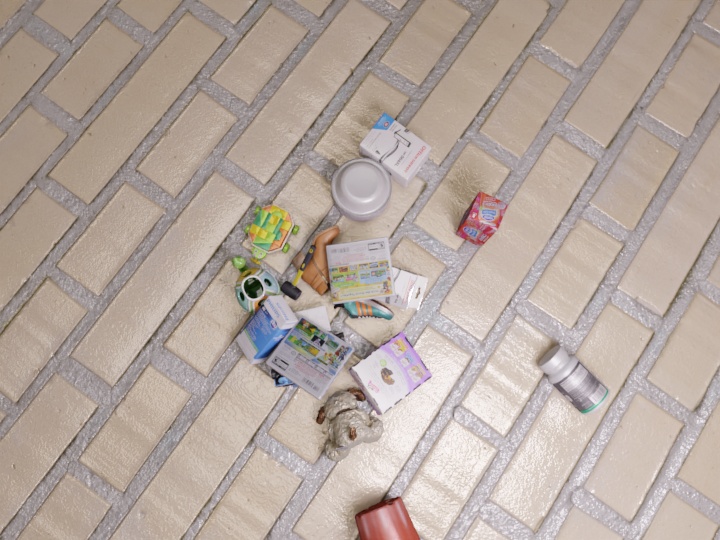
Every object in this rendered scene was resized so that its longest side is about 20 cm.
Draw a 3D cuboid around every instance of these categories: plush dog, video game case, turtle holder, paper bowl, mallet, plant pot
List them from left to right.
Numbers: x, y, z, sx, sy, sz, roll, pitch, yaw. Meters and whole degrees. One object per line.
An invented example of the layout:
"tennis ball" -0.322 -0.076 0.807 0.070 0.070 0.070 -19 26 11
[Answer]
"turtle holder" -0.324 0.044 1.656 0.139 0.132 0.188 -5 80 -2
"mallet" -0.179 0.010 1.664 0.066 0.041 0.200 40 118 4
"video game case" -0.148 0.253 1.571 0.199 0.022 0.183 29 66 19
"plush dog" -0.047 0.446 1.598 0.198 0.161 0.172 -27 55 -8
"video game case" 0.000 0.000 1.642 0.197 0.023 0.184 -8 84 7
"paper bowl" 0.004 -0.270 1.736 0.198 0.104 0.203 0 79 -1
"plant pot" 0.084 0.769 1.515 0.199 0.201 0.197 -20 72 -5

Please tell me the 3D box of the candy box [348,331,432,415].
"candy box" 0.090 0.314 1.628 0.199 0.072 0.169 -32 82 -20

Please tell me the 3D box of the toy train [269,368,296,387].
"toy train" -0.173 0.307 1.620 0.198 0.115 0.087 -11 60 -2

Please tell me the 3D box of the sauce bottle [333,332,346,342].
"sauce bottle" -0.144 0.235 1.662 0.198 0.065 0.065 -13 80 -5

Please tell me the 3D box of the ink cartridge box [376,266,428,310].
"ink cartridge box" 0.109 0.049 1.685 0.198 0.068 0.117 18 93 0

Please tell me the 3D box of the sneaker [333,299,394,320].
"sneaker" 0.008 0.123 1.688 0.198 0.071 0.081 23 95 1

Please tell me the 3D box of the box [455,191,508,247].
"box" 0.377 -0.157 1.674 0.099 0.200 0.096 26 78 3

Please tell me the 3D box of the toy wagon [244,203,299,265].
"toy wagon" -0.298 -0.113 1.732 0.154 0.040 0.202 26 80 4

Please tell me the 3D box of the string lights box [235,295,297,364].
"string lights box" -0.286 0.180 1.608 0.200 0.059 0.103 -48 65 25

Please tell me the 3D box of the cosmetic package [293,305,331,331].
"cosmetic package" -0.196 0.175 1.677 0.198 0.051 0.083 -13 78 -3

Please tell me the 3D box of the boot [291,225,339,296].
"boot" -0.106 -0.032 1.697 0.200 0.077 0.156 -41 77 -2

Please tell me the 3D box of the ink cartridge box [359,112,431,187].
"ink cartridge box" 0.116 -0.399 1.770 0.199 0.084 0.147 36 81 6

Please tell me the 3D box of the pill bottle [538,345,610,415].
"pill bottle" 0.653 0.334 1.637 0.113 0.113 0.200 -43 83 -8
